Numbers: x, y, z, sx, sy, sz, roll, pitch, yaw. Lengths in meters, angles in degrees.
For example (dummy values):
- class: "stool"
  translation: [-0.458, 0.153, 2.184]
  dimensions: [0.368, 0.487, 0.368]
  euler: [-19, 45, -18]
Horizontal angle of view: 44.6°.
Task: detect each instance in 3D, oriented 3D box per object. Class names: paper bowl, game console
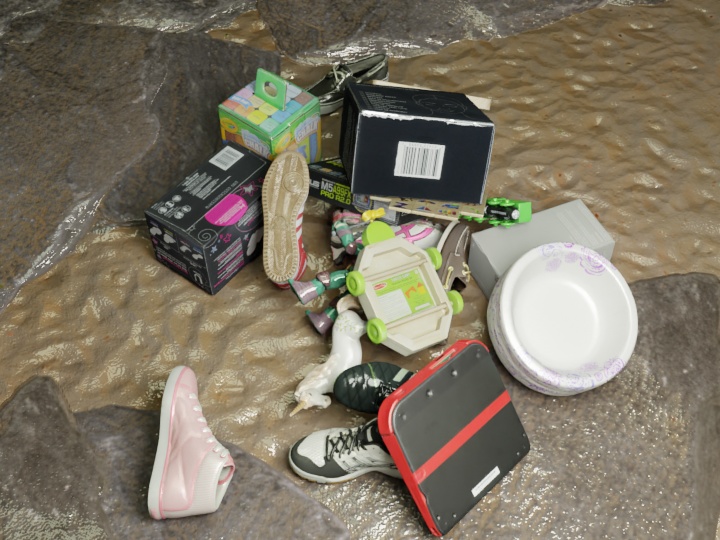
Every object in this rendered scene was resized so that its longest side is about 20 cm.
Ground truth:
- class: "paper bowl"
  translation: [0.272, 0.071, 1.217]
  dimensions: [0.196, 0.104, 0.205]
  euler: [3, 74, -9]
- class: "game console"
  translation: [0.120, 0.202, 1.104]
  dimensions: [0.199, 0.179, 0.031]
  euler: [-32, 12, -35]

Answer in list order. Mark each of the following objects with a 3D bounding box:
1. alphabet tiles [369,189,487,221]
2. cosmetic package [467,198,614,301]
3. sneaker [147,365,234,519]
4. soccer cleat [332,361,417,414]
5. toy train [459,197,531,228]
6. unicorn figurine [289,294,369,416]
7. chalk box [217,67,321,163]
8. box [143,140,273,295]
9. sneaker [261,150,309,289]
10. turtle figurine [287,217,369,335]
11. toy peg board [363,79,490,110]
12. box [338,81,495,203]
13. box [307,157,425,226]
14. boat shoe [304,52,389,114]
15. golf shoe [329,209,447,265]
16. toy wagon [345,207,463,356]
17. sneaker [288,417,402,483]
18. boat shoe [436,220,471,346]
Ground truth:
- class: "alphabet tiles"
  translation: [0.103, -0.111, 1.293]
  dimensions: [0.163, 0.006, 0.200]
  euler: [10, 22, 8]
- class: "cosmetic package"
  translation: [0.272, -0.023, 1.336]
  dimensions: [0.196, 0.091, 0.108]
  euler: [-18, 51, -11]
- class: "sneaker"
  translation: [-0.207, 0.220, 1.136]
  dimensions: [0.102, 0.076, 0.204]
  euler: [-1, 57, 5]
- class: "soccer cleat"
  translation: [0.062, 0.164, 1.141]
  dimensions: [0.196, 0.069, 0.081]
  euler: [11, 8, -22]
- class: "toy train"
  translation: [0.193, -0.098, 1.368]
  dimensions: [0.055, 0.043, 0.199]
  euler: [-9, 13, -26]
- class: "unicorn figurine"
  translation: [-0.015, 0.127, 1.202]
  dimensions: [0.134, 0.074, 0.204]
  euler: [10, 62, -1]
- class: "chalk box"
  translation: [-0.146, -0.229, 1.432]
  dimensions: [0.123, 0.202, 0.124]
  euler: [32, 56, 25]
- class: "box"
  translation: [-0.216, -0.084, 1.368]
  dimensions: [0.131, 0.116, 0.200]
  euler: [28, 54, 23]
- class: "sneaker"
  translation: [-0.113, -0.071, 1.333]
  dimensions: [0.070, 0.113, 0.204]
  euler: [5, 77, 1]
- class: "turtle figurine"
  translation: [0.000, 0.000, 1.272]
  dimensions: [0.198, 0.151, 0.101]
  euler: [-34, 18, -9]
- class: "toy peg board"
  translation: [0.094, -0.253, 1.490]
  dimensions: [0.195, 0.100, 0.200]
  euler: [7, 8, -10]
- class: "box"
  translation: [0.076, -0.194, 1.308]
  dimensions: [0.195, 0.126, 0.197]
  euler: [4, 24, -8]
- class: "box"
  translation: [0.023, -0.131, 1.387]
  dimensions: [0.197, 0.045, 0.159]
  euler: [22, 26, 31]
- class: "boat shoe"
  translation: [-0.035, -0.351, 1.624]
  dimensions: [0.198, 0.064, 0.071]
  euler: [-27, 54, -21]
- class: "golf shoe"
  translation: [0.049, -0.039, 1.370]
  dimensions: [0.195, 0.073, 0.094]
  euler: [5, 82, -3]
- class: "toy wagon"
  translation: [0.051, 0.012, 1.204]
  dimensions: [0.153, 0.040, 0.203]
  euler: [-16, 75, -36]
- class: "sneaker"
  translation: [0.004, 0.220, 1.129]
  dimensions: [0.195, 0.089, 0.077]
  euler: [-4, 51, -1]
- class: "boat shoe"
  translation: [0.129, 0.018, 1.295]
  dimensions: [0.058, 0.072, 0.203]
  euler: [14, 63, 21]
